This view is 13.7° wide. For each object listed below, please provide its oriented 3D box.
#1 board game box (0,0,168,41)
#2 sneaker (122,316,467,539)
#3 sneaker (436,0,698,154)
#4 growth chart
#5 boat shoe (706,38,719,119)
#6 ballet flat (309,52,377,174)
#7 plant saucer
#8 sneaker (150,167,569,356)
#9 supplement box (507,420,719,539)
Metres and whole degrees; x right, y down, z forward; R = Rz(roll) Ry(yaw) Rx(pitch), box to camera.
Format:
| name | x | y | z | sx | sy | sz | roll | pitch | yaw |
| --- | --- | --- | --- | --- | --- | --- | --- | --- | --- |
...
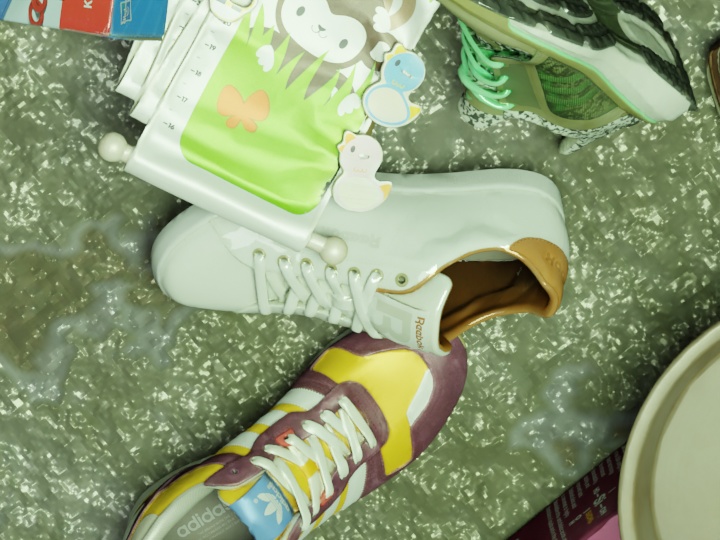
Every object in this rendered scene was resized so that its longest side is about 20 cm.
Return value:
| name | x | y | z | sx | sy | sz | roll | pitch | yaw |
| --- | --- | --- | --- | --- | --- | --- | --- | --- | --- |
| board game box | -0.175 | -0.214 | 1.346 | 0.196 | 0.056 | 0.200 | 10 | 98 | 22 |
| sneaker | -0.029 | 0.097 | 1.442 | 0.200 | 0.090 | 0.075 | -40 | 100 | 8 |
| sneaker | 0.073 | -0.095 | 1.373 | 0.089 | 0.077 | 0.200 | -39 | 142 | 22 |
| growth chart | -0.034 | -0.112 | 1.367 | 0.145 | 0.018 | 0.200 | 17 | 100 | -8 |
| boat shoe | 0.240 | -0.035 | 1.423 | 0.076 | 0.074 | 0.200 | -36 | 100 | 7 |
| ballet flat | -0.015 | -0.121 | 1.409 | 0.069 | 0.063 | 0.200 | 12 | 102 | -2 |
| plant saucer | 0.217 | 0.102 | 1.389 | 0.200 | 0.029 | 0.200 | 0 | 101 | -3 |
| sneaker | 0.000 | 0.000 | 1.416 | 0.200 | 0.085 | 0.073 | -7 | 136 | 1 |
| supplement box | 0.159 | 0.139 | 1.455 | 0.200 | 0.086 | 0.110 | -40 | 99 | 8 |
